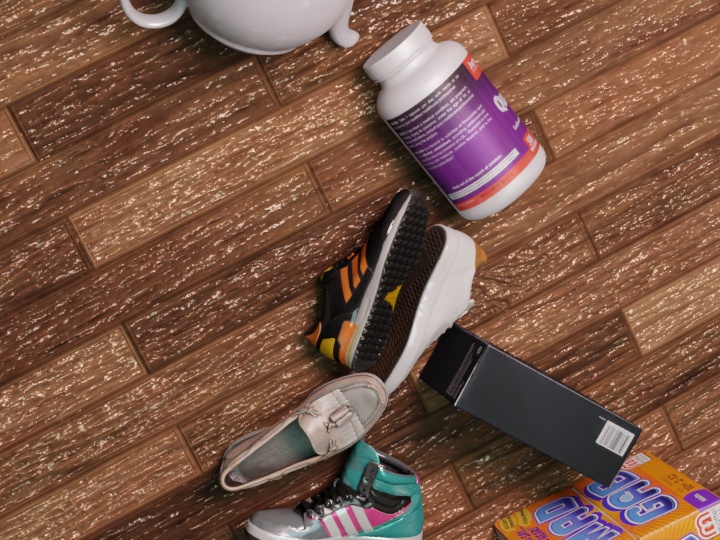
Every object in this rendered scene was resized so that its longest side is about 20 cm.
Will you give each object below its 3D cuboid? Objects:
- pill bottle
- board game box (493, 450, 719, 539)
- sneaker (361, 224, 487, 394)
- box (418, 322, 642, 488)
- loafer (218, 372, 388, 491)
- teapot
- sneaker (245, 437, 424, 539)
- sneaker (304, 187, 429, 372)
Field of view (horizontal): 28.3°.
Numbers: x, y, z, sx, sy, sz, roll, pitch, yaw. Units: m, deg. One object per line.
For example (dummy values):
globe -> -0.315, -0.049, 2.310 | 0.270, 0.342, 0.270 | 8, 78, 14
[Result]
pill bottle -> 0.095, -0.157, 1.480 | 0.112, 0.112, 0.200 | -41, 105, -4
board game box -> 0.296, 0.347, 1.550 | 0.199, 0.200, 0.200 | -24, 102, -8
sneaker -> 0.075, 0.054, 1.527 | 0.085, 0.073, 0.200 | 20, 104, -35
box -> 0.179, 0.141, 1.527 | 0.200, 0.141, 0.079 | 29, 93, -15
loafer -> -0.060, 0.177, 1.487 | 0.200, 0.063, 0.072 | -30, 97, 13
teapot -> -0.105, -0.280, 1.401 | 0.200, 0.197, 0.146 | 32, 128, 6
sneaker -> -0.020, 0.236, 1.522 | 0.199, 0.084, 0.121 | 3, 102, -21
sneaker -> 0.000, 0.000, 1.496 | 0.090, 0.070, 0.201 | 22, 95, 27
